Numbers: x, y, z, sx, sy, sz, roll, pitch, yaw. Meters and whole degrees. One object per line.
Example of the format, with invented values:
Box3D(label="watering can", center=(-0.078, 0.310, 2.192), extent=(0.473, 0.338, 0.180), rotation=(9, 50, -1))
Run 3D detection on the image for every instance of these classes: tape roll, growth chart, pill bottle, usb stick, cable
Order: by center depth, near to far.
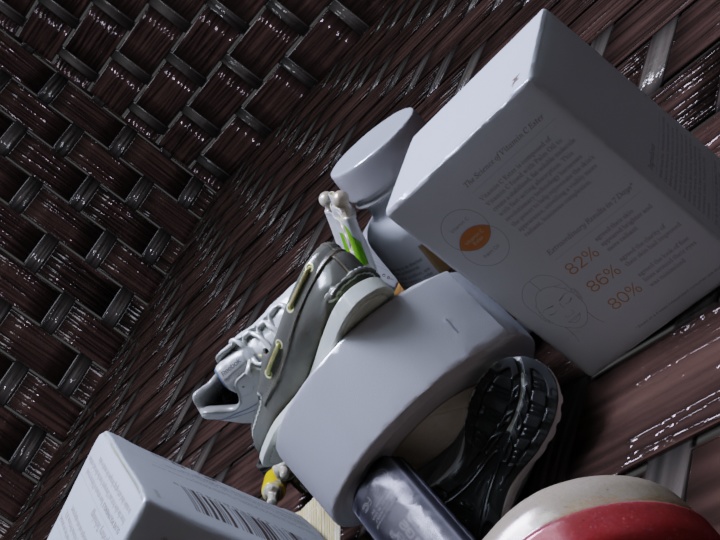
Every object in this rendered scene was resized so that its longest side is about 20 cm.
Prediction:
Box3D(label="usb stick", center=(0.054, 0.187, 0.794), extent=(0.056, 0.033, 0.200), rotation=(-57, 37, 8))
Box3D(label="tape roll", center=(0.036, 0.097, 0.939), extent=(0.202, 0.071, 0.203), rotation=(-35, -25, -19))
Box3D(label="growth chart", center=(0.000, 0.000, 1.023), extent=(0.018, 0.145, 0.200), rotation=(-20, 7, -4))
Box3D(label="pill bottle", center=(0.071, -0.032, 1.058), extent=(0.114, 0.200, 0.114), rotation=(-37, 14, 11))
Box3D(label="cable", center=(-0.072, 0.187, 1.311), extent=(0.097, 0.050, 0.200), rotation=(-48, 13, -5))

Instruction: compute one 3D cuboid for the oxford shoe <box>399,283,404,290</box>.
Box3D(label="oxford shoe", center=(0.103, -0.043, 1.290), extent=(0.071, 0.074, 0.200), rotation=(-35, 22, 52))

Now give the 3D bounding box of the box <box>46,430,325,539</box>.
Box3D(label="box", center=(-0.134, 0.255, 0.960), extent=(0.172, 0.199, 0.200), rotation=(-64, 21, -3))

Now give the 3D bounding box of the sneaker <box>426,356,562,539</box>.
Box3D(label="sneaker", center=(0.083, 0.155, 0.891), extent=(0.200, 0.074, 0.079), rotation=(-58, -16, 1))

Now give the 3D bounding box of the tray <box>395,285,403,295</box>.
Box3D(label="tray", center=(0.033, 0.042, 1.394), extent=(0.099, 0.037, 0.200), rotation=(-45, 16, 30))

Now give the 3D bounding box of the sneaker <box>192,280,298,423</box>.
Box3D(label="sneaker", center=(-0.063, 0.066, 0.998), extent=(0.087, 0.075, 0.200), rotation=(-5, -38, -41))

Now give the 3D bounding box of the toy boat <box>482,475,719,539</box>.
Box3D(label="toy boat", center=(0.106, 0.200, 0.612), extent=(0.200, 0.130, 0.131), rotation=(-51, 43, 9))

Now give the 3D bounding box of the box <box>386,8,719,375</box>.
Box3D(label="box", center=(0.147, -0.052, 0.885), extent=(0.152, 0.200, 0.106), rotation=(-42, 17, 35))

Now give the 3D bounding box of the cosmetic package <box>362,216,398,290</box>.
Box3D(label="cosmetic package", center=(0.005, 0.013, 1.266), extent=(0.200, 0.050, 0.083), rotation=(120, 173, -64))

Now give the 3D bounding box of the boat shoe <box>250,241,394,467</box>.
Box3D(label="boat shoe", center=(-0.039, 0.066, 0.930), extent=(0.072, 0.060, 0.202), rotation=(-19, -33, -43))

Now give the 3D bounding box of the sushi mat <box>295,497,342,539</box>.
Box3D(label="sushi mat", center=(-0.044, 0.269, 1.032), extent=(0.096, 0.012, 0.200), rotation=(-45, 27, 31))
